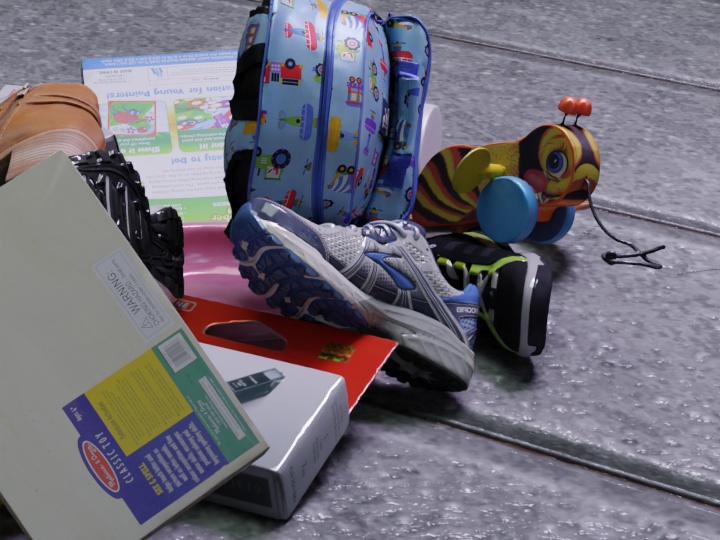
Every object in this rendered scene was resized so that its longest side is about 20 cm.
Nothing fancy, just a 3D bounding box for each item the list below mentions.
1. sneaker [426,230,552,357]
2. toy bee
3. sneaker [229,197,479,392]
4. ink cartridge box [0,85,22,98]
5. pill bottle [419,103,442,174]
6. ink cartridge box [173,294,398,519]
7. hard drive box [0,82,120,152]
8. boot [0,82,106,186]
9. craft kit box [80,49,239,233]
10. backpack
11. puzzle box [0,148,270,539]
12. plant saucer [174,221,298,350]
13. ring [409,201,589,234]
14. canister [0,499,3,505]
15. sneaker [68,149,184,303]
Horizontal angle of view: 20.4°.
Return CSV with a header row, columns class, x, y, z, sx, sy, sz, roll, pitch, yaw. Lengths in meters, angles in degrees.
class,x,y,z,sx,sy,sz,roll,pitch,yaw
sneaker,0.076,0.015,1.425,0.082,0.073,0.200,3,8,-14
toy bee,0.130,-0.071,1.425,0.198,0.110,0.131,9,6,17
sneaker,0.000,0.000,1.294,0.199,0.086,0.077,35,-27,-30
ink cartridge box,-0.256,-0.108,1.694,0.198,0.069,0.116,3,19,1
pill bottle,-0.036,-0.112,1.702,0.198,0.112,0.111,8,19,13
ink cartridge box,-0.097,0.061,1.223,0.198,0.044,0.174,11,40,22
hard drive box,-0.284,-0.050,1.450,0.199,0.077,0.156,-24,29,-22
boot,-0.267,-0.069,1.336,0.198,0.074,0.155,-4,29,0
craft kit box,-0.115,-0.091,1.575,0.198,0.049,0.199,-4,47,-8
backpack,-0.023,-0.103,1.344,0.133,0.185,0.200,7,-9,1
puzzle box,-0.157,0.053,1.060,0.132,0.201,0.025,-33,-7,-18
plant saucer,-0.095,0.019,1.408,0.198,0.051,0.201,3,20,-1
ring,0.084,-0.041,1.595,0.198,0.019,0.200,-3,3,0
canister,-0.260,0.073,1.087,0.199,0.150,0.086,-12,-20,-45
sneaker,-0.162,-0.018,1.220,0.078,0.075,0.200,-6,-15,6
